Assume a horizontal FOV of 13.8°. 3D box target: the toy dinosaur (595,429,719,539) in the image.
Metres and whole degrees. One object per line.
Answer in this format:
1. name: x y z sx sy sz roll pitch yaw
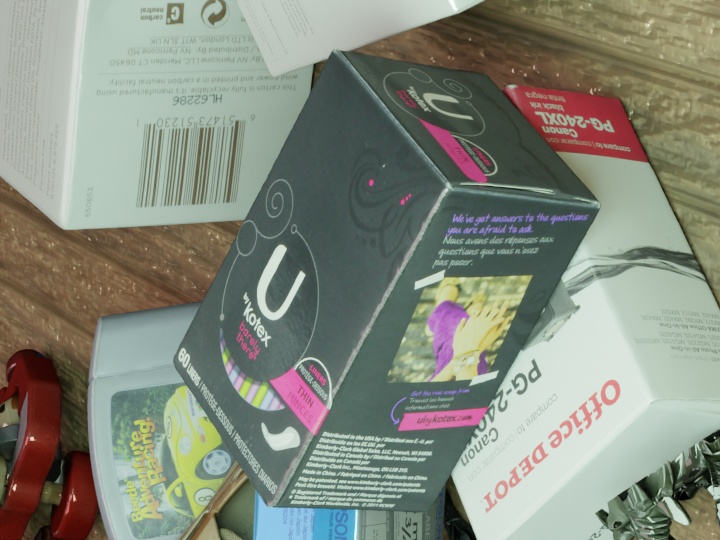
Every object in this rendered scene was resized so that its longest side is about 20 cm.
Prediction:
1. toy dinosaur: 0.182 0.147 1.399 0.200 0.102 0.136 -37 83 25

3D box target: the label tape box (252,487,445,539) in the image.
1. label tape box: 0.005 0.177 1.628 0.063 0.200 0.145 3 90 21

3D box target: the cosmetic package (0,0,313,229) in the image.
1. cosmetic package: -0.147 -0.138 1.877 0.200 0.167 0.167 35 124 53

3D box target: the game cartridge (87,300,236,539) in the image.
1. game cartridge: -0.102 0.119 1.861 0.041 0.133 0.201 109 150 -76

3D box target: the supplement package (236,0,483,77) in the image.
1. supplement package: 0.019 -0.195 1.589 0.200 0.120 0.122 -11 105 60

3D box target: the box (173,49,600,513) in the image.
1. box: 0.010 0.008 1.479 0.122 0.106 0.200 51 123 41

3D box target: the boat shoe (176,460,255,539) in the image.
1. boat shoe: -0.082 0.179 1.789 0.200 0.076 0.072 -62 5 -19

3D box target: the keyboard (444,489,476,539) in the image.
1. keyboard: 0.031 0.170 1.747 0.200 0.021 0.127 54 138 42

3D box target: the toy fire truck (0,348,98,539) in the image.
1. toy fire truck: -0.261 0.148 2.194 0.168 0.112 0.200 -98 24 -48

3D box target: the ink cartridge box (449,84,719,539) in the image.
1. ink cartridge box: 0.099 0.029 1.517 0.145 0.083 0.200 -47 51 36
